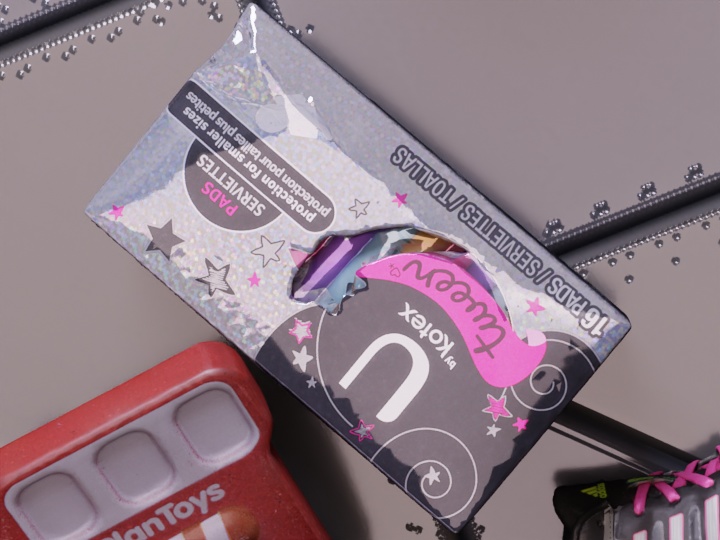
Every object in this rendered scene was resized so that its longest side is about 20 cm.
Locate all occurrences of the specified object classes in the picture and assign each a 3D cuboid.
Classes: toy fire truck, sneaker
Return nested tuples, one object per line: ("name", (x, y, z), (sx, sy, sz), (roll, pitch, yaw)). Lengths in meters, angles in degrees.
("toy fire truck", (-0.108, 0.129, 1.048), (0.199, 0.112, 0.168), (-26, 124, 4))
("sneaker", (0.128, 0.109, 1.083), (0.087, 0.074, 0.200), (41, 99, -4))

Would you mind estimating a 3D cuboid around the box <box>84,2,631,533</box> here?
("box", (0.000, 0.000, 1.060), (0.200, 0.132, 0.115), (40, 93, 2))
